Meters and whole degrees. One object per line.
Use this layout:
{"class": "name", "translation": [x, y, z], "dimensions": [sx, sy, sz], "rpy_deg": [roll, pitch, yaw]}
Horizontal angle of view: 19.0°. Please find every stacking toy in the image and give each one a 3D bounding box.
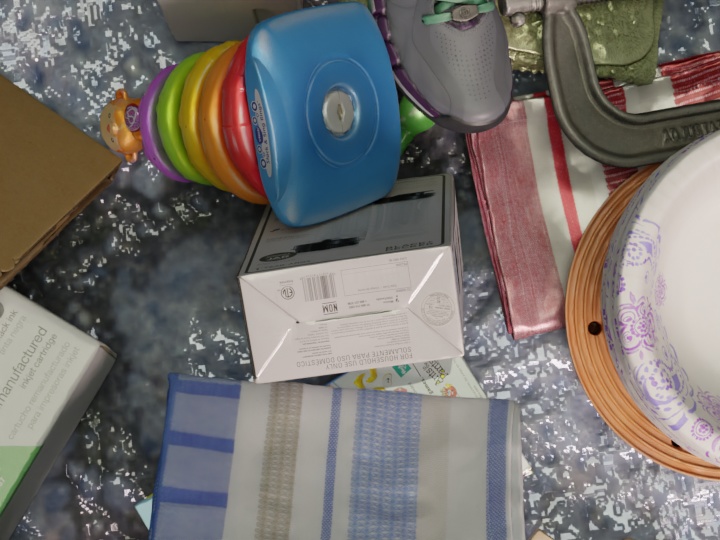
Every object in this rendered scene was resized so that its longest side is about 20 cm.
{"class": "stacking toy", "translation": [-0.084, -0.088, 1.241], "dimensions": [0.199, 0.110, 0.117], "rpy_deg": [1, 105, 42]}

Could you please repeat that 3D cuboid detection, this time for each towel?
{"class": "towel", "translation": [0.171, -0.049, 1.296], "dimensions": [0.199, 0.023, 0.145], "rpy_deg": [-13, 84, -1]}
{"class": "towel", "translation": [-0.010, 0.115, 1.132], "dimensions": [0.199, 0.024, 0.147], "rpy_deg": [6, 46, -2]}
{"class": "towel", "translation": [0.086, -0.188, 1.286], "dimensions": [0.199, 0.037, 0.149], "rpy_deg": [5, 73, -7]}

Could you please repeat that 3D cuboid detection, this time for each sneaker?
{"class": "sneaker", "translation": [0.038, -0.178, 1.209], "dimensions": [0.074, 0.088, 0.201], "rpy_deg": [-16, 76, -13]}

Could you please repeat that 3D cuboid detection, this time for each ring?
{"class": "ring", "translation": [0.219, 0.024, 1.275], "dimensions": [0.199, 0.019, 0.202], "rpy_deg": [0, 88, -1]}

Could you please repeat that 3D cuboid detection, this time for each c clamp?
{"class": "c clamp", "translation": [0.175, -0.146, 1.260], "dimensions": [0.199, 0.027, 0.172], "rpy_deg": [-4, 79, -17]}

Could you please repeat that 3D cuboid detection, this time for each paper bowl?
{"class": "paper bowl", "translation": [0.235, 0.016, 1.214], "dimensions": [0.200, 0.104, 0.202], "rpy_deg": [0, 88, -1]}

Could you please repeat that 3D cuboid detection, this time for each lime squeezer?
{"class": "lime squeezer", "translation": [0.014, -0.122, 1.306], "dimensions": [0.070, 0.038, 0.201], "rpy_deg": [-11, 82, 32]}

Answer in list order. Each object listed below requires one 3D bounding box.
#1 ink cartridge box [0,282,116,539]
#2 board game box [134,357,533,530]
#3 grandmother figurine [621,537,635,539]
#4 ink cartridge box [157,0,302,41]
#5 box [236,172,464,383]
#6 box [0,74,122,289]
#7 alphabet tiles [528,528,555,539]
{"class": "ink cartridge box", "translation": [-0.267, 0.058, 1.255], "dimensions": [0.199, 0.084, 0.146], "rpy_deg": [30, 84, 4]}
{"class": "board game box", "translation": [-0.015, 0.126, 1.235], "dimensions": [0.199, 0.103, 0.105], "rpy_deg": [-31, 85, -4]}
{"class": "grandmother figurine", "translation": [0.165, 0.219, 1.247], "dimensions": [0.199, 0.061, 0.122], "rpy_deg": [3, 92, 4]}
{"class": "ink cartridge box", "translation": [-0.076, -0.246, 1.260], "dimensions": [0.083, 0.145, 0.201], "rpy_deg": [0, 83, 1]}
{"class": "box", "translation": [0.000, 0.000, 1.196], "dimensions": [0.116, 0.200, 0.060], "rpy_deg": [-8, 103, 3]}
{"class": "box", "translation": [-0.260, -0.076, 1.254], "dimensions": [0.200, 0.021, 0.164], "rpy_deg": [35, 42, 5]}
{"class": "alphabet tiles", "translation": [0.108, 0.271, 1.229], "dimensions": [0.167, 0.008, 0.200], "rpy_deg": [36, 101, -6]}
